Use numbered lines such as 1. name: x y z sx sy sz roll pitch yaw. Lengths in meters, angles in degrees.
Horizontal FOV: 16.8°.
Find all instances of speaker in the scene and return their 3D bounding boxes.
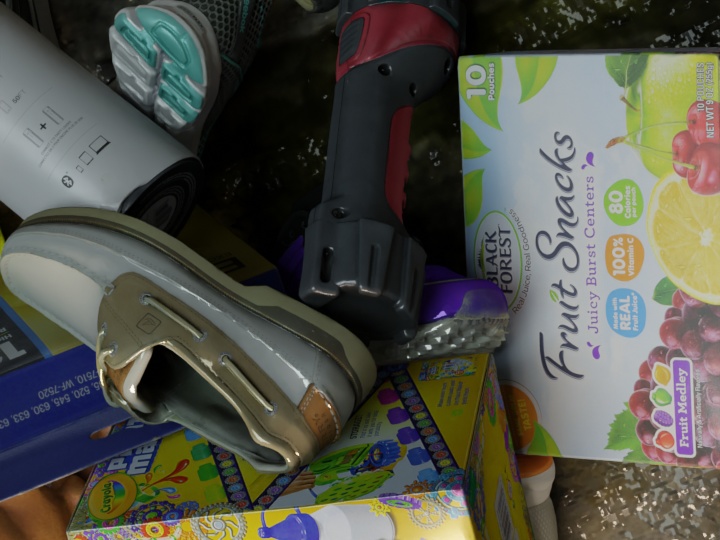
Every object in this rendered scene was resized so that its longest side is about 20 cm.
1. speaker: -0.178 -0.083 1.241 0.200 0.081 0.081 38 115 16

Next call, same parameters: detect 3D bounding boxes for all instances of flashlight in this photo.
1. flashlight: 0.014 -0.057 1.188 0.067 0.068 0.201 -2 57 10

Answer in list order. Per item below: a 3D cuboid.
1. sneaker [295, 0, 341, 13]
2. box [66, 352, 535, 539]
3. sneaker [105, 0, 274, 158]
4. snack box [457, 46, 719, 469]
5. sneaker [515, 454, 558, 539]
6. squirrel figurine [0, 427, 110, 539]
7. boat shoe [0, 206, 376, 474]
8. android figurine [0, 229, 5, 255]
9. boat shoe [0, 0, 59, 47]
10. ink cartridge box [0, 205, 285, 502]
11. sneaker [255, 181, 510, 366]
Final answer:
1. sneaker: -0.072 -0.208 1.279 0.089 0.077 0.201 -44 70 38
2. box: -0.014 0.165 1.187 0.192 0.122 0.201 -8 117 15
3. sneaker: -0.089 -0.102 1.278 0.078 0.091 0.200 44 155 0
4. snack box: 0.123 -0.008 1.203 0.142 0.053 0.201 2 99 31
5. sneaker: 0.015 0.149 1.284 0.199 0.076 0.092 -8 99 32
6. squirrel figurine: -0.204 0.177 1.344 0.141 0.186 0.201 -15 91 31
7. boat shoe: -0.094 0.031 1.142 0.199 0.068 0.075 21 145 24
8. android figurine: -0.251 -0.055 1.377 0.182 0.041 0.201 14 120 57
9. boat shoe: -0.221 -0.156 1.366 0.071 0.068 0.201 -13 92 31
10. ink cartridge box: -0.141 0.035 1.236 0.200 0.197 0.047 32 140 62
11. sneaker: -0.001 0.000 1.239 0.200 0.069 0.100 -8 83 55
